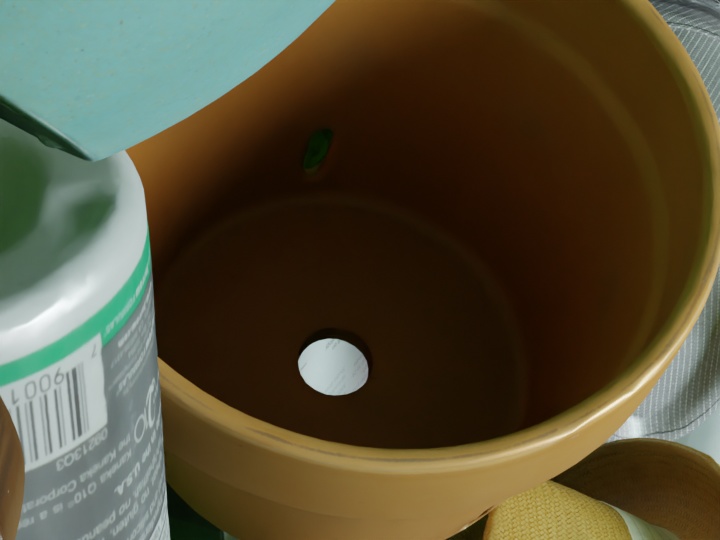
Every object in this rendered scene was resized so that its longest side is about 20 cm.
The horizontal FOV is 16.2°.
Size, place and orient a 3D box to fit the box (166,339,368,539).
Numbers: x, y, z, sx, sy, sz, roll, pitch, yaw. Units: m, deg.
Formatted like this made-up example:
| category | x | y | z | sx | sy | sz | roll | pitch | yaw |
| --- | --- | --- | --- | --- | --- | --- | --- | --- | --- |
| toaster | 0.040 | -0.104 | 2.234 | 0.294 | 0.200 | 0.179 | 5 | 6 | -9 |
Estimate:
| category | x | y | z | sx | sy | sz | roll | pitch | yaw |
| --- | --- | --- | --- | --- | --- | --- | --- | --- | --- |
| box | -0.029 | 0.094 | 0.961 | 0.144 | 0.036 | 0.200 | -49 | 147 | -45 |

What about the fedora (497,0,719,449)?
| category | x | y | z | sx | sy | sz | roll | pitch | yaw |
| --- | --- | --- | --- | --- | --- | --- | --- | --- | --- |
| fedora | 0.096 | -0.007 | 0.896 | 0.090 | 0.176 | 0.200 | -107 | -161 | -49 |

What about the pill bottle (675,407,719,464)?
| category | x | y | z | sx | sy | sz | roll | pitch | yaw |
| --- | --- | --- | --- | --- | --- | --- | --- | --- | --- |
| pill bottle | 0.117 | 0.057 | 1.060 | 0.112 | 0.200 | 0.112 | -49 | 148 | -46 |

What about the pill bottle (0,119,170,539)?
| category | x | y | z | sx | sy | sz | roll | pitch | yaw |
| --- | --- | --- | --- | --- | --- | --- | --- | --- | --- |
| pill bottle | -0.105 | 0.062 | 0.645 | 0.113 | 0.113 | 0.200 | -49 | 149 | -45 |

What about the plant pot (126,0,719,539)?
| category | x | y | z | sx | sy | sz | roll | pitch | yaw |
| --- | --- | --- | --- | --- | --- | --- | --- | --- | --- |
| plant pot | 0.000 | 0.000 | 0.773 | 0.200 | 0.200 | 0.140 | -60 | 171 | -29 |

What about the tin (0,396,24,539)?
| category | x | y | z | sx | sy | sz | roll | pitch | yaw |
| --- | --- | --- | --- | --- | --- | --- | --- | --- | --- |
| tin | -0.140 | 0.015 | 0.508 | 0.042 | 0.112 | 0.200 | -89 | 164 | -47 |

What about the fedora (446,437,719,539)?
| category | x | y | z | sx | sy | sz | roll | pitch | yaw |
| --- | --- | --- | --- | --- | --- | --- | --- | --- | --- |
| fedora | 0.041 | 0.132 | 0.839 | 0.082 | 0.200 | 0.201 | 36 | 68 | -28 |

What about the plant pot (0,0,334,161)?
| category | x | y | z | sx | sy | sz | roll | pitch | yaw |
| --- | --- | --- | --- | --- | --- | --- | --- | --- | --- |
| plant pot | -0.067 | -0.121 | 0.507 | 0.161 | 0.200 | 0.201 | -59 | 157 | -3 |

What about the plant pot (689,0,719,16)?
| category | x | y | z | sx | sy | sz | roll | pitch | yaw |
| --- | --- | --- | --- | --- | --- | --- | --- | --- | --- |
| plant pot | 0.106 | -0.106 | 0.975 | 0.200 | 0.186 | 0.186 | -64 | 161 | 15 |
